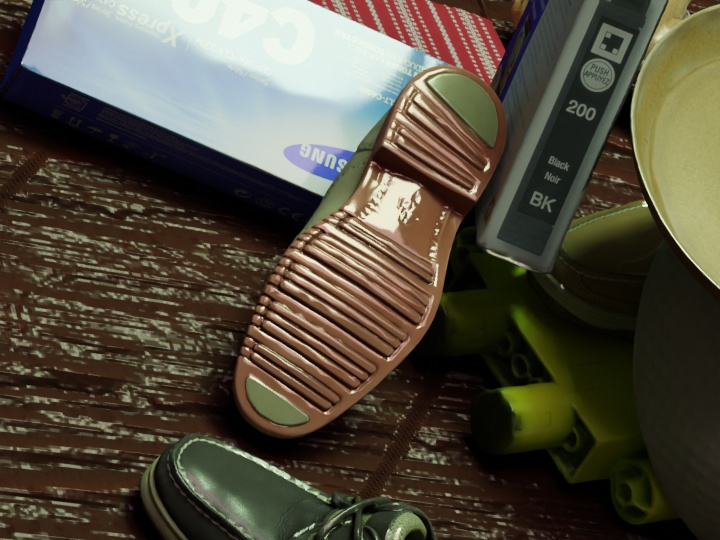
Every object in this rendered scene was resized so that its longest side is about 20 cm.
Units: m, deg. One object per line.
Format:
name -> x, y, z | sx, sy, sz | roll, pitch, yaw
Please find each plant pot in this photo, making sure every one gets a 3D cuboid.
plant pot -> 0.208, -0.035, 1.223 | 0.200, 0.027, 0.200 | 12, 52, -16

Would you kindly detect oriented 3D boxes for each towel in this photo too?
towel -> 0.002, -0.103, 1.425 | 0.200, 0.022, 0.145 | 10, 40, -30

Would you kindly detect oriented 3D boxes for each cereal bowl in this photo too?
cereal bowl -> 0.225, 0.044, 1.268 | 0.200, 0.083, 0.200 | 5, 82, -36

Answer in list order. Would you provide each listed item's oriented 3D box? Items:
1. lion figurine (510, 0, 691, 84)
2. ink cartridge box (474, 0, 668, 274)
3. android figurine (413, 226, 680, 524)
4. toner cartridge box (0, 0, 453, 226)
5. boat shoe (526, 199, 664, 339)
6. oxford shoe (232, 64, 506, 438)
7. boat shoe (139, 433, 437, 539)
lion figurine -> 0.179, -0.104, 1.526 | 0.200, 0.073, 0.122 | 46, 43, 13
ink cartridge box -> 0.106, -0.121, 1.290 | 0.043, 0.200, 0.198 | 20, 18, -5
android figurine -> 0.119, 0.043, 1.317 | 0.200, 0.041, 0.182 | -5, 48, -41
toner cartridge box -> -0.061, -0.090, 1.304 | 0.200, 0.043, 0.095 | 23, 67, -14
boat shoe -> 0.168, -0.018, 1.326 | 0.200, 0.076, 0.072 | -8, 51, -41
oxford shoe -> 0.000, 0.000, 1.234 | 0.071, 0.074, 0.200 | 38, 62, -6
boat shoe -> 0.006, 0.122, 1.103 | 0.201, 0.066, 0.072 | 36, 34, 6
